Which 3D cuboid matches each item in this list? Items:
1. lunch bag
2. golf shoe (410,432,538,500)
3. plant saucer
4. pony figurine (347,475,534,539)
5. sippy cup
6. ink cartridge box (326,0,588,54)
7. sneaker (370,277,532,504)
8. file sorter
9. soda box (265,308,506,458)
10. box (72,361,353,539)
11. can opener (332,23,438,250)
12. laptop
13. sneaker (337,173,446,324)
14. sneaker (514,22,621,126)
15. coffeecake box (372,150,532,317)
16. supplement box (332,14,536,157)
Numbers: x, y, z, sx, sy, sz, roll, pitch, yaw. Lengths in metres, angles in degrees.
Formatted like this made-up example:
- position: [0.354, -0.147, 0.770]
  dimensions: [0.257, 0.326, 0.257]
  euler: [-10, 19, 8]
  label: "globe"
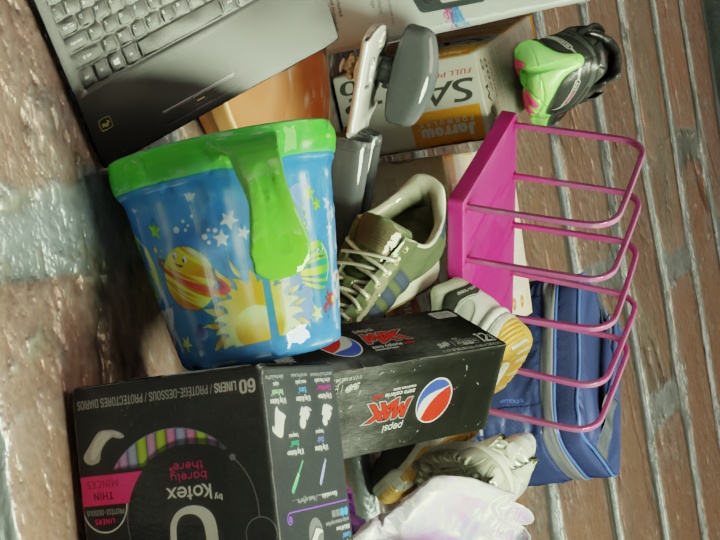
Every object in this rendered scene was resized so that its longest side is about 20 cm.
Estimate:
- position: [0.184, 0.099, 1.623]
  dimensions: [0.136, 0.131, 0.201]
  euler: [52, 36, -51]
  label: "lunch bag"
- position: [0.091, 0.145, 1.266]
  dimensions: [0.078, 0.097, 0.200]
  euler: [44, -15, 8]
  label: "golf shoe"
- position: [-0.076, -0.152, 1.195]
  dimensions: [0.200, 0.037, 0.202]
  euler: [-9, 90, -69]
  label: "plant saucer"
- position: [0.007, 0.199, 1.121]
  dimensions: [0.193, 0.166, 0.201]
  euler: [33, 28, -29]
  label: "pony figurine"
- position: [-0.070, -0.011, 1.008]
  dimensions: [0.178, 0.139, 0.131]
  euler: [-10, 87, -71]
  label: "sippy cup"
- position: [0.067, -0.226, 1.322]
  dimensions: [0.146, 0.198, 0.083]
  euler: [-67, 146, -82]
  label: "ink cartridge box"
- position: [0.052, 0.088, 1.298]
  dimensions: [0.088, 0.201, 0.075]
  euler: [44, 34, 20]
  label: "sneaker"
- position: [0.146, 0.005, 1.328]
  dimensions: [0.139, 0.125, 0.201]
  euler: [-57, 152, -50]
  label: "file sorter"
- position: [0.003, 0.077, 1.137]
  dimensions: [0.199, 0.063, 0.071]
  euler: [-6, 117, -43]
  label: "soda box"
- position: [-0.076, 0.157, 0.958]
  dimensions: [0.106, 0.121, 0.202]
  euler: [5, 77, -68]
  label: "box"
- position: [0.005, -0.083, 1.257]
  dimensions: [0.053, 0.066, 0.201]
  euler: [-35, 141, -65]
  label: "can opener"
- position: [-0.089, -0.175, 0.963]
  dimensions: [0.177, 0.103, 0.201]
  euler: [-31, 119, -21]
  label: "laptop"
- position: [0.000, 0.000, 1.205]
  dimensions: [0.200, 0.067, 0.090]
  euler: [-42, 152, -44]
  label: "sneaker"
- position: [0.171, -0.158, 1.391]
  dimensions: [0.200, 0.083, 0.077]
  euler: [-53, 130, -80]
  label: "sneaker"
- position: [0.080, -0.023, 1.486]
  dimensions: [0.200, 0.073, 0.155]
  euler: [-15, 97, -69]
  label: "coffeecake box"
- position: [0.071, -0.157, 1.446]
  dimensions: [0.200, 0.125, 0.074]
  euler: [-44, 123, -65]
  label: "supplement box"
